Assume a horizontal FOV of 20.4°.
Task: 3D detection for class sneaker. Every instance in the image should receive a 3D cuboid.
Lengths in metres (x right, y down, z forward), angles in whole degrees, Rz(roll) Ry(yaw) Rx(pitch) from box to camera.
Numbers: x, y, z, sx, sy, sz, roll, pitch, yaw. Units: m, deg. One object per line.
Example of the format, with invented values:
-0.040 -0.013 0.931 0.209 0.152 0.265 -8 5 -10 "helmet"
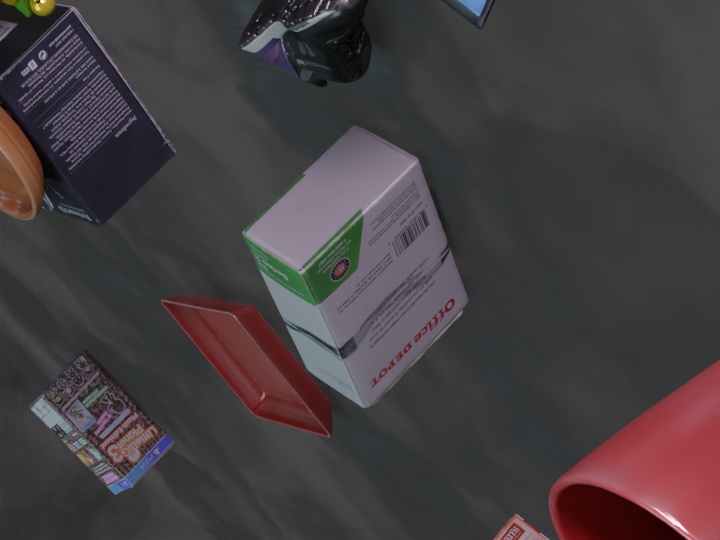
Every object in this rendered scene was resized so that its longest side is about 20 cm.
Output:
-0.017 -0.187 1.520 0.087 0.076 0.200 34 168 -16 "sneaker"

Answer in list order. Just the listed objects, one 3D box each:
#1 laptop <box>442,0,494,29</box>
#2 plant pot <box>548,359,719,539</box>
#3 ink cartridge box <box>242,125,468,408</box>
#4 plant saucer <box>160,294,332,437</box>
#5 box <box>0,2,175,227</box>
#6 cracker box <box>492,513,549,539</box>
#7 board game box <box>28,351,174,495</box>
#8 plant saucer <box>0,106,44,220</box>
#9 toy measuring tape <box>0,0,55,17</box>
0.012 -0.250 1.237 0.177 0.104 0.200 39 -167 13 "laptop"
0.268 0.167 1.466 0.200 0.177 0.201 37 156 20 "plant pot"
0.000 0.000 1.724 0.083 0.147 0.200 31 156 36 "ink cartridge box"
-0.126 0.103 2.356 0.200 0.037 0.200 53 158 -23 "plant saucer"
-0.328 -0.169 2.076 0.200 0.124 0.197 17 149 53 "box"
0.224 0.363 2.153 0.200 0.058 0.134 37 159 18 "cracker box"
-0.403 0.238 3.095 0.200 0.097 0.159 46 161 -5 "board game box"
-0.388 -0.137 2.021 0.200 0.037 0.200 38 158 18 "plant saucer"
-0.371 -0.317 1.938 0.200 0.074 0.074 41 161 9 "toy measuring tape"
